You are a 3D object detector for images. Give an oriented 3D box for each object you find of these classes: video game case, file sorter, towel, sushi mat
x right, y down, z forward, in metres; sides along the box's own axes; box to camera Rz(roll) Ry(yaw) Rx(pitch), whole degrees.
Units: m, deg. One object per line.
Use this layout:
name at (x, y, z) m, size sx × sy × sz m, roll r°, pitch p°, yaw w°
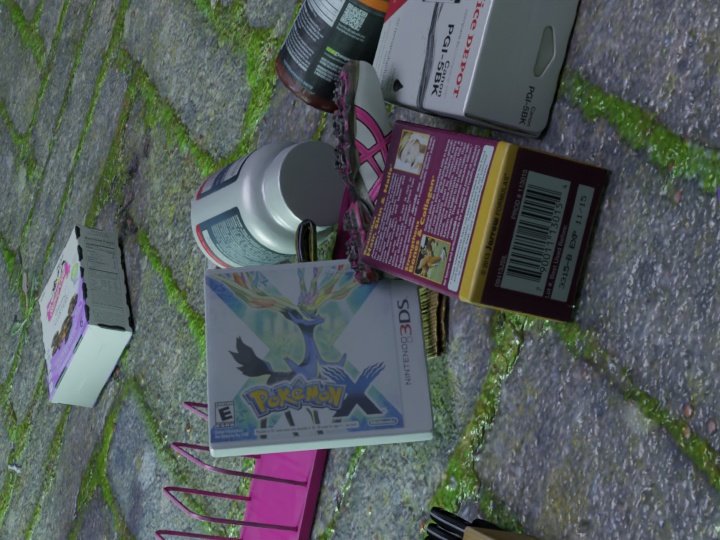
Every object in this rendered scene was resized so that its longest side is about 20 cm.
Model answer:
video game case at (-0.040, 0.074, 1.404) m, size 0.022 × 0.198 × 0.184 m, roll 87°, pitch 178°, yaw -59°
file sorter at (-0.134, 0.246, 1.609) m, size 0.139 × 0.124 × 0.202 m, roll 14°, pitch 92°, yaw 63°
towel at (-0.052, 0.055, 1.542) m, size 0.201 × 0.022 × 0.145 m, roll 93°, pitch 174°, yaw -62°
sushi mat at (0.026, 0.054, 1.496) m, size 0.200 × 0.012 × 0.097 m, roll -24°, pitch 58°, yaw 58°

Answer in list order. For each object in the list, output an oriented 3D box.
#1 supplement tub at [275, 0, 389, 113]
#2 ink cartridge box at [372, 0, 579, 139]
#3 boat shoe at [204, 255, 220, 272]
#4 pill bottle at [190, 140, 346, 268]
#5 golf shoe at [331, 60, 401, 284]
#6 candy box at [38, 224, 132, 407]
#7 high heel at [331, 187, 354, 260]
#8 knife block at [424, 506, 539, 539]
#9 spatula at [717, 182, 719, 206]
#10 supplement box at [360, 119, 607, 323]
supplement tub at (-0.002, -0.264, 1.576) m, size 0.201 × 0.106 × 0.107 m, roll -58°, pitch 33°, yaw 33°
ink cartridge box at (0.096, -0.206, 1.387) m, size 0.200 × 0.082 × 0.148 m, roll 23°, pitch 99°, yaw 63°
boat shoe at (-0.146, 0.000, 1.796) m, size 0.069 × 0.070 × 0.202 m, roll -41°, pitch 37°, yaw 51°
pill bottle at (-0.090, -0.071, 1.656) m, size 0.199 × 0.119 × 0.121 m, roll -18°, pitch 64°, yaw 60°
golf shoe at (0.023, -0.092, 1.416) m, size 0.073 × 0.091 × 0.202 m, roll -148°, pitch 49°, yaw -80°
candy box at (-0.398, 0.065, 2.247) m, size 0.168 × 0.071 × 0.201 m, roll -57°, pitch 34°, yaw 35°
high heel at (0.000, 0.000, 1.522) m, size 0.096 × 0.067 × 0.202 m, roll 106°, pitch 177°, yaw -78°
knife block at (0.116, 0.228, 1.200) m, size 0.200 × 0.063 × 0.177 m, roll -53°, pitch 37°, yaw 40°
spatula at (0.305, -0.080, 1.002) m, size 0.200 × 0.020 × 0.057 m, roll -42°, pitch 42°, yaw 48°
supplement box at (0.098, -0.044, 1.299) m, size 0.200 × 0.102 × 0.132 m, roll 24°, pitch 101°, yaw 62°
